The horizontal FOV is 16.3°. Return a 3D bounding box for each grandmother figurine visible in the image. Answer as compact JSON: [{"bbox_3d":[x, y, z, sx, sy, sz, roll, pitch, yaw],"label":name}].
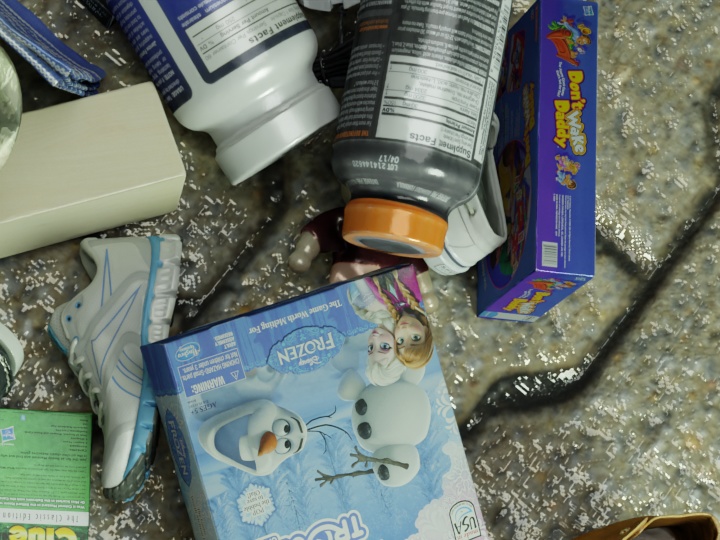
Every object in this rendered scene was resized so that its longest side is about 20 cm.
[{"bbox_3d":[0.000,0.000,1.778,0.121,0.060,0.202,21,65,-38],"label":"grandmother figurine"}]

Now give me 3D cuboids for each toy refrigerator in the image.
[{"bbox_3d":[-0.227,-0.060,1.720,0.199,0.070,0.076,-16,71,-17],"label":"toy refrigerator"}]

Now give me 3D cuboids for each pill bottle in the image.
[{"bbox_3d":[0.039,-0.112,1.714,0.105,0.106,0.202,13,81,-12],"label":"pill bottle"},{"bbox_3d":[-0.100,-0.169,1.739,0.115,0.116,0.201,-31,91,-21],"label":"pill bottle"}]

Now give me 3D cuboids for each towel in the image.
[{"bbox_3d":[-0.237,-0.173,1.688,0.145,0.200,0.024,42,91,-1],"label":"towel"}]

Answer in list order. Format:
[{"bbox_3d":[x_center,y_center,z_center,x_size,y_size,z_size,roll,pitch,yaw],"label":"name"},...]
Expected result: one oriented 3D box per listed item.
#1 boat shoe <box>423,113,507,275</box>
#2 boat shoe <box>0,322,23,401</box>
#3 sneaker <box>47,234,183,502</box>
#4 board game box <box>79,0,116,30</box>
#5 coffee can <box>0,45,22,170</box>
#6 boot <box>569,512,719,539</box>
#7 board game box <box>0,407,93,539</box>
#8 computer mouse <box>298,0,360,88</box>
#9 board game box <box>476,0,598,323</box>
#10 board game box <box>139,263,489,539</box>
[{"bbox_3d":[0.071,-0.097,1.797,0.073,0.066,0.202,13,62,-52],"label":"boat shoe"},{"bbox_3d":[-0.319,0.031,1.661,0.199,0.076,0.061,26,40,-3],"label":"boat shoe"},{"bbox_3d":[-0.172,0.063,1.701,0.086,0.075,0.201,7,57,-6],"label":"sneaker"},{"bbox_3d":[-0.159,-0.288,1.824,0.135,0.028,0.200,45,69,0],"label":"board game box"},{"bbox_3d":[-0.323,-0.136,1.624,0.146,0.147,0.200,-24,39,-20],"label":"coffee can"},{"bbox_3d":[0.140,0.215,1.709,0.200,0.144,0.071,-23,81,-19],"label":"boot"},{"bbox_3d":[-0.279,0.142,1.678,0.198,0.023,0.106,5,72,-13],"label":"board game box"},{"bbox_3d":[-0.021,-0.226,1.820,0.109,0.044,0.202,-9,69,22],"label":"computer mouse"},{"bbox_3d":[0.125,-0.077,1.789,0.044,0.134,0.202,6,74,-14],"label":"board game box"},{"bbox_3d":[-0.028,0.118,1.681,0.199,0.043,0.201,-18,95,-29],"label":"board game box"}]
